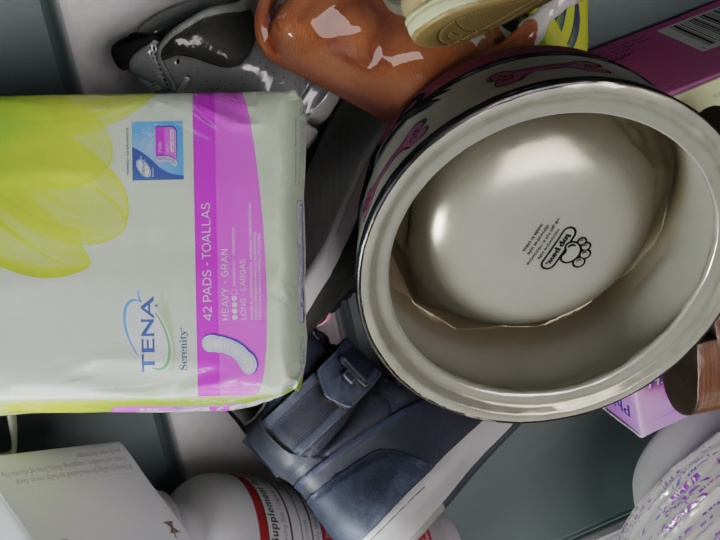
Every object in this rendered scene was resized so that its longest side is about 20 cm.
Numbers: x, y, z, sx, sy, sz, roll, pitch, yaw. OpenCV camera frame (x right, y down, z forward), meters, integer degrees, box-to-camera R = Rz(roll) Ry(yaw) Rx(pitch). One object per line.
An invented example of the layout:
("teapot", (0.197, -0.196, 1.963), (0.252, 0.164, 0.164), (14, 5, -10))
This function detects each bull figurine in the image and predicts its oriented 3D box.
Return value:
("bull figurine", (0.040, -0.111, 1.103), (0.200, 0.065, 0.122), (27, 91, -34))

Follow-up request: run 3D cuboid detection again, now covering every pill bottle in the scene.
("pill bottle", (-0.049, 0.173, 1.209), (0.200, 0.112, 0.112), (10, 105, -29))

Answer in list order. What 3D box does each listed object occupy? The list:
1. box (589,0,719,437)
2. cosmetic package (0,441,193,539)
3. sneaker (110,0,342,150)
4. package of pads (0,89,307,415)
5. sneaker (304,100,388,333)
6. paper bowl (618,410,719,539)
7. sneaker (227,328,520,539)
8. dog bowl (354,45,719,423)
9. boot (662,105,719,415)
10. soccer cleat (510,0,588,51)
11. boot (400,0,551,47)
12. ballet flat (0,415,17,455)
("box", (0.197, -0.037, 1.254), (0.176, 0.097, 0.200), (-23, 118, -17))
("cosmetic package", (-0.188, 0.185, 1.109), (0.200, 0.081, 0.113), (-52, 154, 22))
("sneaker", (-0.093, -0.067, 1.121), (0.115, 0.075, 0.200), (30, 85, -27))
("package of pads", (-0.126, -0.007, 1.052), (0.200, 0.068, 0.155), (-1, 88, 1))
("sneaker", (0.000, 0.000, 1.153), (0.099, 0.071, 0.200), (46, 58, -30))
("paper bowl", (0.247, 0.132, 1.316), (0.200, 0.104, 0.201), (-22, 148, -14))
("sneaker", (0.013, 0.064, 1.216), (0.077, 0.146, 0.202), (-51, 173, 39))
("dog bowl", (0.088, -0.024, 1.082), (0.200, 0.074, 0.200), (-7, 124, -10))
("boot", (0.264, -0.017, 1.202), (0.200, 0.064, 0.187), (-10, 121, -22))
("soccer cleat", (0.099, -0.195, 1.157), (0.084, 0.065, 0.200), (-23, 117, -6))
("boot", (0.061, -0.200, 1.031), (0.200, 0.072, 0.155), (-32, 97, -45))
("ballet flat", (-0.214, 0.104, 1.123), (0.067, 0.067, 0.200), (10, 104, -6))
